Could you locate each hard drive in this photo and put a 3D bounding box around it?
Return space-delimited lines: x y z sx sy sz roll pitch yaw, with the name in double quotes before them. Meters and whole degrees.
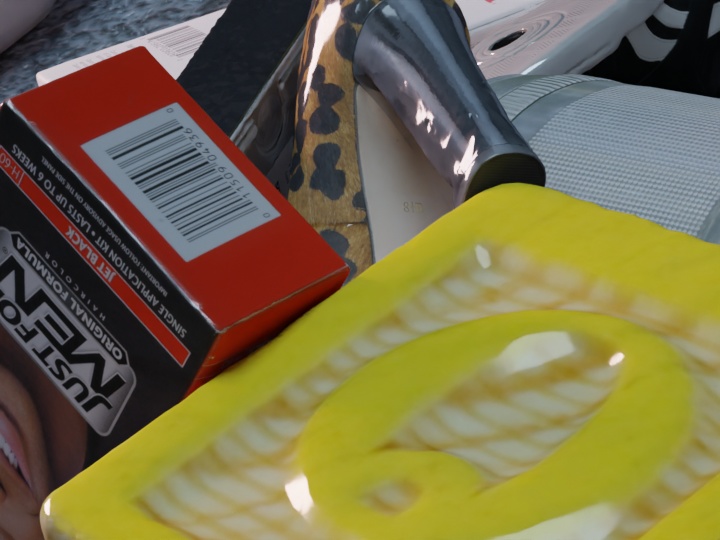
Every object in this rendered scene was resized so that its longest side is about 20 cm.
"hard drive" -0.028 -0.028 1.021 0.038 0.140 0.200 12 47 23

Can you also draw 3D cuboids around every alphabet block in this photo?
"alphabet block" 0.060 0.121 0.805 0.195 0.201 0.196 -35 33 -29

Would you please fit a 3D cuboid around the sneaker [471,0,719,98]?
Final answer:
"sneaker" 0.114 -0.065 1.179 0.073 0.112 0.200 -12 20 42

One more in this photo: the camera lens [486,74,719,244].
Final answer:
"camera lens" 0.103 0.018 0.997 0.199 0.161 0.160 14 42 43

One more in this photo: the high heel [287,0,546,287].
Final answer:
"high heel" -0.009 0.000 0.964 0.071 0.201 0.143 10 32 -30

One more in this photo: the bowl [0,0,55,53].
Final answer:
"bowl" -0.258 -0.148 1.567 0.199 0.075 0.200 9 40 38

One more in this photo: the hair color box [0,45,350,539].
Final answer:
"hair color box" -0.089 0.038 0.902 0.102 0.200 0.061 46 45 18

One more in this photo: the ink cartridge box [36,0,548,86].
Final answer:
"ink cartridge box" -0.021 -0.065 1.258 0.199 0.086 0.148 -19 23 -17
